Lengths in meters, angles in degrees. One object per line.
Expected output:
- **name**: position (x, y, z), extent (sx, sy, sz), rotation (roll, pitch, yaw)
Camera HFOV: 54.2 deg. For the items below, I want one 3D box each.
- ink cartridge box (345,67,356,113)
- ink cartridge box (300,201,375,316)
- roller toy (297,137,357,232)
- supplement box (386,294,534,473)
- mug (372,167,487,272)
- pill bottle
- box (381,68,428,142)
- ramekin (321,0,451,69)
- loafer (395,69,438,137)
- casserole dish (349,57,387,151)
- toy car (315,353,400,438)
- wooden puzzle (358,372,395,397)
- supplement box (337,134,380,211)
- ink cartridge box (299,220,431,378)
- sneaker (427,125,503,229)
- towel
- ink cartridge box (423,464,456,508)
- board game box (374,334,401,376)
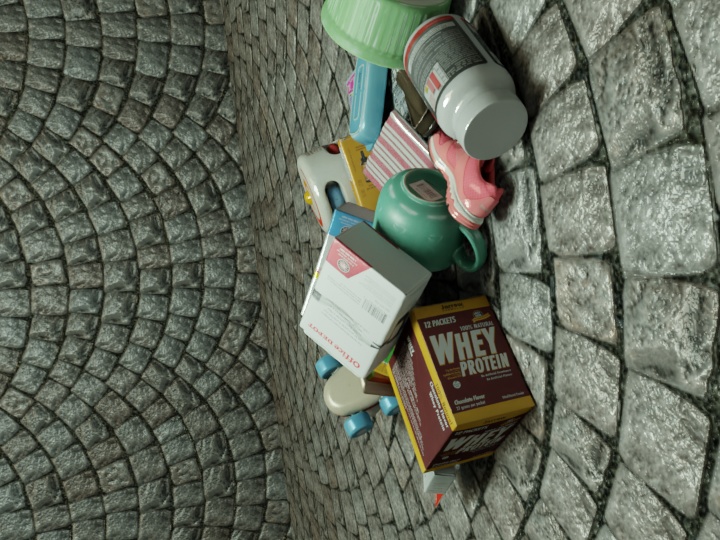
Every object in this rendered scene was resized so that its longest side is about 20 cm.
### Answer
- **ink cartridge box**: position (0.016, -0.318, 1.460), extent (0.119, 0.041, 0.204), rotation (158, 101, -72)
- **ink cartridge box**: position (0.000, 0.000, 1.280), extent (0.146, 0.145, 0.203), rotation (-54, -16, -77)
- **roller toy**: position (-0.058, -0.182, 1.522), extent (0.183, 0.138, 0.202), rotation (87, 159, -70)
- **supplement box**: position (0.149, 0.183, 1.128), extent (0.201, 0.131, 0.199), rotation (107, 149, -54)
- **mug**: position (0.115, -0.088, 1.121), extent (0.153, 0.182, 0.116), rotation (-82, 2, -47)
- **pill bottle**: position (0.143, -0.253, 0.970), extent (0.117, 0.114, 0.202), rotation (101, 154, -46)
- **box**: position (0.073, -0.284, 1.278), extent (0.200, 0.050, 0.160), rotation (129, 130, -66)
- **ramekin**: position (0.045, -0.412, 1.084), extent (0.098, 0.197, 0.202), rotation (113, 144, -46)
- **loafer**: position (0.086, -0.295, 1.122), extent (0.073, 0.070, 0.202), rotation (-51, 34, 43)
- **casserole dish**: position (0.013, -0.322, 1.281), extent (0.121, 0.038, 0.204), rotation (-163, 80, -74)
- **toy car**: position (0.018, 0.275, 1.614), extent (0.186, 0.175, 0.200), rotation (59, -178, 26)
- **wooden puzzle**: position (0.038, 0.171, 1.460), extent (0.037, 0.199, 0.187), rotation (-31, 61, 24)
- **supplement box**: position (0.015, -0.175, 1.407), extent (0.069, 0.066, 0.203), rotation (-120, 12, -76)
- **ink cartridge box**: position (0.003, 0.049, 1.115), extent (0.145, 0.083, 0.201), rotation (38, 131, 15)
- **sneaker**: position (0.165, -0.159, 1.058), extent (0.087, 0.073, 0.202), rotation (-42, 47, 35)
- **towel**: position (0.081, -0.179, 1.244), extent (0.147, 0.030, 0.200), rotation (48, 153, 8)
- **ink cartridge box**: position (0.132, 0.303, 1.274), extent (0.175, 0.043, 0.203), rotation (102, 172, -54)
- **board game box**: position (0.075, 0.068, 1.284), extent (0.154, 0.040, 0.202), rotation (105, -175, -52)
